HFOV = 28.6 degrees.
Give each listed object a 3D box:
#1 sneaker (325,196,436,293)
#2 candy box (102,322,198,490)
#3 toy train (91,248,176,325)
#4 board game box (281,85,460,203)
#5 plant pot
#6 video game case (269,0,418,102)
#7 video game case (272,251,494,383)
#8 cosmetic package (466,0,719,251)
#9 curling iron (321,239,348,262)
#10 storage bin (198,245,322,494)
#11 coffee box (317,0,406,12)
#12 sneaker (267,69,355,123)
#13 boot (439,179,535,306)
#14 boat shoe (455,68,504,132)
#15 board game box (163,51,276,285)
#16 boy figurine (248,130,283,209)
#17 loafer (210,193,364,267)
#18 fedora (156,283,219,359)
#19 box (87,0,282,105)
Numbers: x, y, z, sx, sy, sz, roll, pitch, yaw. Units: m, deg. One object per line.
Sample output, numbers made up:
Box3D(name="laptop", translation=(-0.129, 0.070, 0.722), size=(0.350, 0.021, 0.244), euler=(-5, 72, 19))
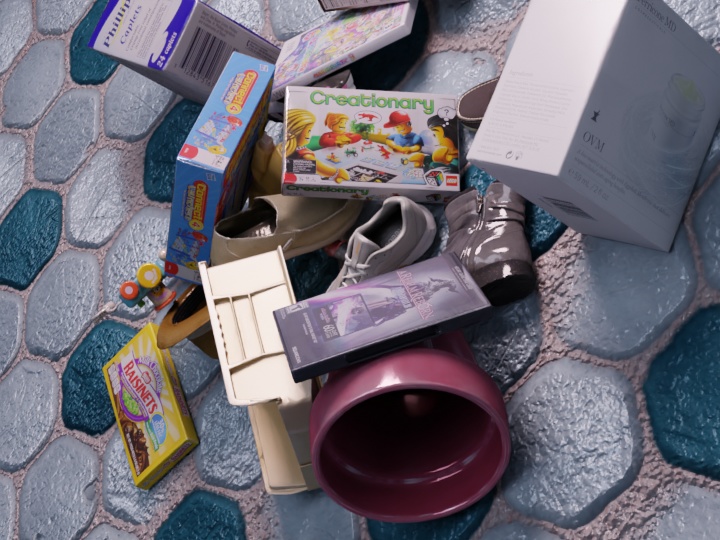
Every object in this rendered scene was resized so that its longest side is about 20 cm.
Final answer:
Box3D(name="sneaker", translation=(0.000, 0.000, 1.548), size=(0.076, 0.092, 0.201), euler=(31, 87, 27))
Box3D(name="candy box", translation=(-0.272, 0.171, 1.808), size=(0.102, 0.026, 0.201), euler=(-41, 48, 18))
Box3D(name="toy train", translation=(-0.243, 0.010, 1.772), size=(0.150, 0.056, 0.200), euler=(-42, 3, 45))
Box3D(name="board game box", translation=(0.012, -0.141, 1.589), size=(0.035, 0.199, 0.127), euler=(102, 170, -64))
Box3D(name="plant pot", translation=(0.045, 0.123, 1.426), size=(0.200, 0.200, 0.180), euler=(-37, 33, 25))
Box3D(name="video game case", translation=(-0.020, -0.284, 1.725), size=(0.199, 0.018, 0.144), euler=(-24, 29, 24))
Box3D(name="video game case", translation=(0.018, 0.043, 1.385), size=(0.199, 0.019, 0.143), euler=(-19, 24, -4))
Box3D(name="cosmetic package", translation=(0.236, -0.152, 1.353), size=(0.123, 0.199, 0.201), euler=(15, 82, 46))
Box3D(name="curling iron", translation=(-0.021, -0.033, 1.636), size=(0.050, 0.026, 0.200), euler=(-44, 53, -17))
Box3D(name="storage bin", translation=(-0.094, 0.114, 1.530), size=(0.093, 0.200, 0.199), euler=(-15, 54, -2))
Box3D(name="coffee box", translation=(0.039, -0.385, 1.709), size=(0.199, 0.080, 0.114), euler=(3, 41, 44))
Box3D(name="sneaker", translation=(-0.058, -0.188, 1.741), size=(0.080, 0.087, 0.200), euler=(-32, 17, -18))
Box3D(name="boot", translation=(0.100, -0.013, 1.524), size=(0.199, 0.070, 0.132), euler=(-18, 55, 24))
Box3D(name="boat shoe", translation=(0.178, -0.199, 1.528), size=(0.199, 0.065, 0.074), euler=(-12, 64, 40))
Box3D(name="board game box", translation=(-0.167, -0.120, 1.672), size=(0.196, 0.056, 0.201), euler=(106, -176, -49))
Box3D(name="boy figurine", translation=(-0.076, -0.119, 1.706), size=(0.200, 0.124, 0.065), euler=(-44, 18, 53))
Box3D(name="loafer", translation=(-0.084, -0.057, 1.609), size=(0.199, 0.068, 0.076), euler=(-32, 49, -14))
Box3D(name="fedora", translation=(-0.152, 0.044, 1.693), size=(0.200, 0.082, 0.201), euler=(-36, 18, 13))
Box3D(name="box", translation=(-0.225, -0.290, 1.868), size=(0.200, 0.183, 0.105), euler=(23, 88, 46))
